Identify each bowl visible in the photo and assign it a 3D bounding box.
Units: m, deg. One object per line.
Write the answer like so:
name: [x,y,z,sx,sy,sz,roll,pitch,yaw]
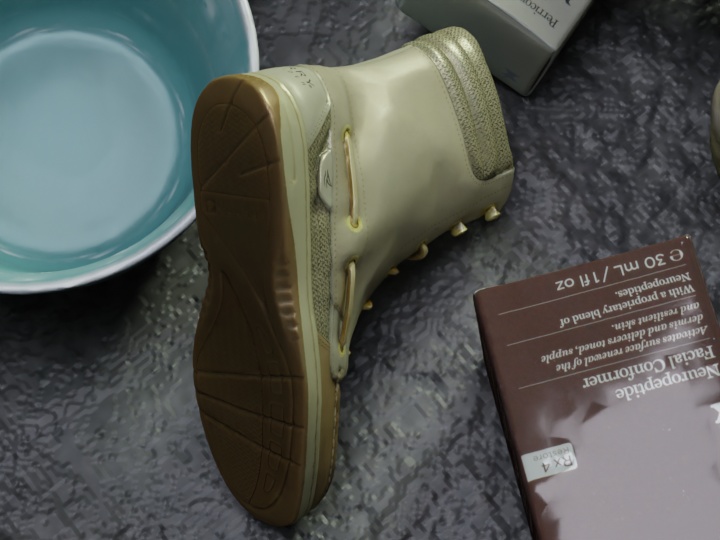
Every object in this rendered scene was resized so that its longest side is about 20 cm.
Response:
bowl: [-0.143,-0.072,1.022,0.199,0.105,0.202,0,74,1]

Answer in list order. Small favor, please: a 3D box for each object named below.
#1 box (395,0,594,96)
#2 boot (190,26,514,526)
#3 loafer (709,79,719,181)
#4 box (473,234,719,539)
box: [0.105,-0.188,1.061,0.082,0.068,0.201,33,73,0]
boot: [0.000,0.000,0.987,0.073,0.201,0.155,12,22,41]
loafer: [0.216,-0.101,1.017,0.076,0.068,0.200,43,61,12]
box: [0.117,0.096,0.935,0.099,0.075,0.201,-15,66,1]
